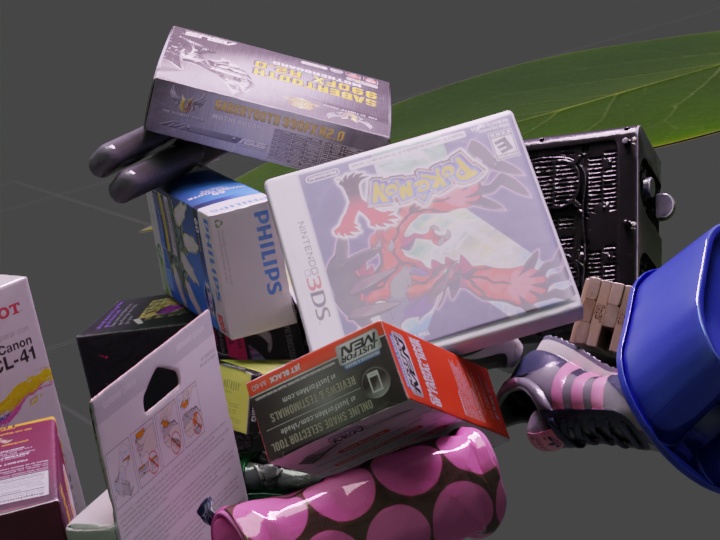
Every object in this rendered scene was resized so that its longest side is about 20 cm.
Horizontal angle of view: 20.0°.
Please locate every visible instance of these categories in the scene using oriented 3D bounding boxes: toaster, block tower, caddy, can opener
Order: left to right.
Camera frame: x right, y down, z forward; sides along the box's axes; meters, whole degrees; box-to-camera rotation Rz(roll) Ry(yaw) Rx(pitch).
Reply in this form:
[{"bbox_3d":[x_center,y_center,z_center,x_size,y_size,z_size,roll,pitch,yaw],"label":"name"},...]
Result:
[{"bbox_3d":[-0.167,-0.093,1.706,0.067,0.053,0.200,-41,-3,31],"label":"can opener"},{"bbox_3d":[0.160,-0.012,1.710,0.199,0.182,0.119,-6,-20,24],"label":"toaster"},{"bbox_3d":[0.256,0.055,1.545,0.199,0.058,0.054,13,-6,28],"label":"block tower"},{"bbox_3d":[0.248,0.064,1.410,0.105,0.141,0.200,-45,13,36],"label":"caddy"}]

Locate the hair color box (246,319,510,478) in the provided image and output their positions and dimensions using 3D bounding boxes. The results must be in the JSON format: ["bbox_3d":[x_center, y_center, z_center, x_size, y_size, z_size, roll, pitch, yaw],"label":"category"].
[{"bbox_3d":[0.016,0.100,1.434,0.110,0.064,0.200,-25,-20,17],"label":"hair color box"}]

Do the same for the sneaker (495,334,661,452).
[{"bbox_3d":[0.172,0.113,1.525,0.082,0.070,0.200,-42,25,-14],"label":"sneaker"}]

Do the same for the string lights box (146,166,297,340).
[{"bbox_3d":[-0.115,-0.018,1.656,0.059,0.104,0.200,-14,14,-17],"label":"string lights box"}]

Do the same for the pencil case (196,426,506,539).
[{"bbox_3d":[-0.004,0.169,1.376,0.199,0.091,0.094,-15,-21,-20],"label":"pencil case"}]

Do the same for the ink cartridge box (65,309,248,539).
[{"bbox_3d":[-0.142,0.140,1.405,0.043,0.175,0.200,-6,14,21],"label":"ink cartridge box"}]

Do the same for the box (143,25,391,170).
[{"bbox_3d":[-0.075,-0.139,1.712,0.198,0.049,0.159,14,21,-4],"label":"box"}]

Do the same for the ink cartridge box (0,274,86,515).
[{"bbox_3d":[-0.311,0.118,1.583,0.147,0.202,0.085,-23,17,-37],"label":"ink cartridge box"}]

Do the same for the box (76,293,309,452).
[{"bbox_3d":[-0.122,0.084,1.727,0.198,0.123,0.106,-8,15,17],"label":"box"}]

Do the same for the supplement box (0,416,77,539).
[{"bbox_3d":[-0.241,0.188,1.430,0.085,0.111,0.200,-13,14,-7],"label":"supplement box"}]

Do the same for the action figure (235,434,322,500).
[{"bbox_3d":[-0.098,0.157,1.561,0.198,0.055,0.118,-6,7,19],"label":"action figure"}]

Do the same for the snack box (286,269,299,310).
[{"bbox_3d":[0.000,0.000,1.609,0.116,0.037,0.200,-32,27,0],"label":"snack box"}]

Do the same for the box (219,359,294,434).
[{"bbox_3d":[-0.021,0.099,1.616,0.199,0.051,0.075,1,5,-34],"label":"box"}]

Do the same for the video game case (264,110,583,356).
[{"bbox_3d":[0.044,-0.017,1.511,0.199,0.183,0.023,-16,-30,-2],"label":"video game case"}]

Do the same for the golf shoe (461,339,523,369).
[{"bbox_3d":[0.048,0.050,1.638,0.094,0.078,0.199,28,-8,-35],"label":"golf shoe"}]
